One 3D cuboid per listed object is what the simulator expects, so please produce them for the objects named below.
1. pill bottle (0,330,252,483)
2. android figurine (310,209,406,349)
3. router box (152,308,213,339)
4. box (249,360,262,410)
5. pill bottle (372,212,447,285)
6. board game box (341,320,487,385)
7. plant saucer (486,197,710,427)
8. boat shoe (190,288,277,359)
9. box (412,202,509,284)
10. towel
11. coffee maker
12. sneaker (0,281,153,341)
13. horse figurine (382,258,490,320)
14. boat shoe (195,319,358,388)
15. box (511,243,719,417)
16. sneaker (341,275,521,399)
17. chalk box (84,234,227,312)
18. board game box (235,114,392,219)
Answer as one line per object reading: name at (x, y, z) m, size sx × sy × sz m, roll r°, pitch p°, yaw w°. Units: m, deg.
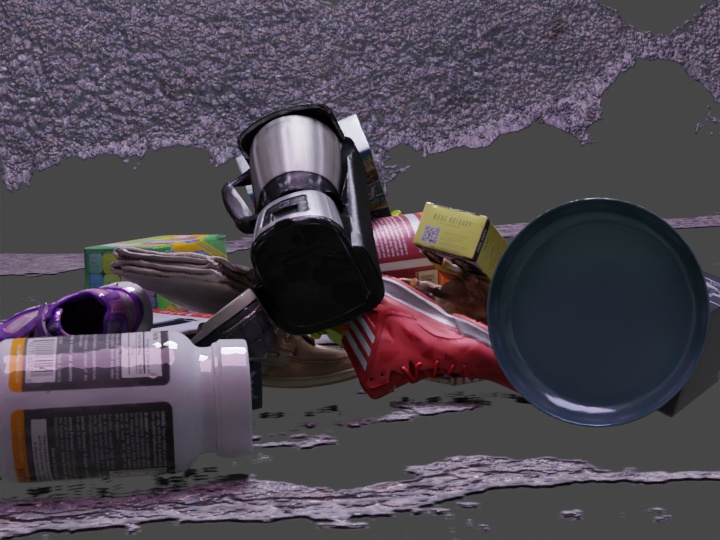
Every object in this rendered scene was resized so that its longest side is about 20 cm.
pill bottle at (-0.188, 0.107, 1.213) m, size 0.199 × 0.117 × 0.116 m, roll -2°, pitch 6°, yaw -8°
android figurine at (0.018, 0.017, 1.827) m, size 0.182 × 0.041 × 0.200 m, roll 26°, pitch 64°, yaw 30°
router box at (-0.231, 0.084, 1.743) m, size 0.199 × 0.049 × 0.179 m, roll 3°, pitch 8°, yaw 41°
box at (-0.217, 0.111, 1.468) m, size 0.199 × 0.051 × 0.157 m, roll 3°, pitch 6°, yaw 40°
pill bottle at (0.000, 0.000, 1.715) m, size 0.199 × 0.114 × 0.113 m, roll -7°, pitch 7°, yaw -14°
board game box at (0.096, 0.083, 1.661) m, size 0.151 × 0.047 × 0.200 m, roll -6°, pitch 7°, yaw -36°
plant saucer at (0.210, 0.037, 1.350) m, size 0.199 × 0.201 × 0.027 m, roll 0°, pitch -2°, yaw 21°
boat shoe at (-0.122, 0.069, 1.500) m, size 0.073 × 0.063 × 0.200 m, roll -39°, pitch -1°, yaw -15°
box at (0.125, -0.006, 1.615) m, size 0.075 × 0.050 × 0.200 m, roll 15°, pitch -14°, yaw 26°
towel at (-0.161, 0.014, 1.585) m, size 0.132 × 0.035 × 0.200 m, roll 6°, pitch -12°, yaw 21°
coffee maker at (-0.036, -0.039, 1.515) m, size 0.192 × 0.135 × 0.201 m, roll 34°, pitch 30°, yaw -30°
sneaker at (-0.317, 0.066, 1.569) m, size 0.199 × 0.081 × 0.088 m, roll -22°, pitch -6°, yaw 9°
horse figurine at (0.083, 0.030, 1.595) m, size 0.132 × 0.050 × 0.200 m, roll 26°, pitch -20°, yaw -34°
boat shoe at (-0.090, 0.084, 1.604) m, size 0.199 × 0.070 × 0.074 m, roll 0°, pitch 6°, yaw 21°
box at (0.255, 0.042, 1.460) m, size 0.181 × 0.105 × 0.200 m, roll 23°, pitch 15°, yaw 21°
sneaker at (0.070, 0.098, 1.493) m, size 0.199 × 0.116 × 0.078 m, roll 28°, pitch -16°, yaw 27°
chalk box at (-0.276, 0.023, 1.973) m, size 0.124 × 0.125 × 0.200 m, roll 1°, pitch 7°, yaw 30°
board game box at (-0.044, -0.070, 1.754) m, size 0.147 × 0.200 × 0.064 m, roll -20°, pitch 50°, yaw 0°
